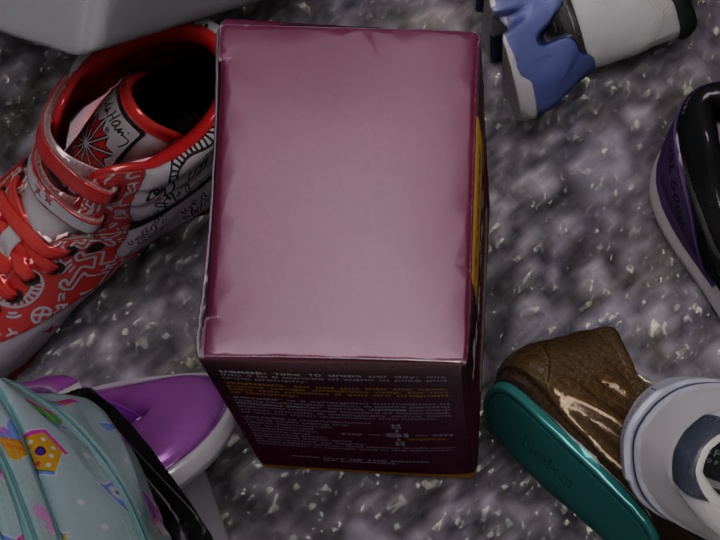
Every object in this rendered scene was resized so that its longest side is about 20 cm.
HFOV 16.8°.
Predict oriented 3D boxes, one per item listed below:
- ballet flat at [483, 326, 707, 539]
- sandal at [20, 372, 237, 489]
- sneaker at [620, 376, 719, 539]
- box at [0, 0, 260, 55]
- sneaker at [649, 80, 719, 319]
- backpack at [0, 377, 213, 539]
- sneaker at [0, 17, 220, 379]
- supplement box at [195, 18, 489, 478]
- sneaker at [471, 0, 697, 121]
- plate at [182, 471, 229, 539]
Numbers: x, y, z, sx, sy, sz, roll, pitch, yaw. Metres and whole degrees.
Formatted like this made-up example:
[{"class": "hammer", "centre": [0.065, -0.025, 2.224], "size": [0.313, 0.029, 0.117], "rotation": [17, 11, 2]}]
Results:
[{"class": "ballet flat", "centre": [0.129, 0.098, 0.884], "size": [0.072, 0.068, 0.200], "rotation": [-32, 71, -24]}, {"class": "sandal", "centre": [-0.143, 0.068, 0.879], "size": [0.202, 0.050, 0.083], "rotation": [-14, 34, 13]}, {"class": "sneaker", "centre": [0.185, 0.088, 0.824], "size": [0.199, 0.071, 0.073], "rotation": [12, 98, -11]}, {"class": "box", "centre": [-0.119, -0.206, 0.862], "size": [0.198, 0.171, 0.201], "rotation": [20, 111, 21]}, {"class": "sneaker", "centre": [0.171, 0.021, 0.879], "size": [0.076, 0.088, 0.200], "rotation": [-35, 77, -5]}, {"class": "backpack", "centre": [-0.114, 0.118, 0.757], "size": [0.167, 0.127, 0.200], "rotation": [-34, 59, 16]}, {"class": "sneaker", "centre": [-0.120, -0.021, 0.901], "size": [0.201, 0.108, 0.067], "rotation": [-35, 76, -4]}, {"class": "supplement box", "centre": [0.000, 0.000, 0.839], "size": [0.085, 0.200, 0.111], "rotation": [2, 76, 4]}, {"class": "sneaker", "centre": [0.085, -0.165, 0.943], "size": [0.115, 0.081, 0.200], "rotation": [-16, 82, -3]}, {"class": "plate", "centre": [-0.128, 0.159, 0.858], "size": [0.199, 0.032, 0.200], "rotation": [-23, 52, -3]}]
